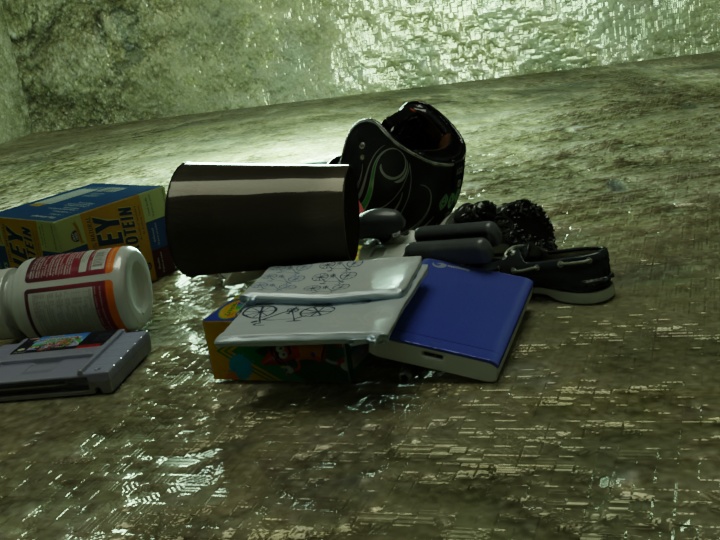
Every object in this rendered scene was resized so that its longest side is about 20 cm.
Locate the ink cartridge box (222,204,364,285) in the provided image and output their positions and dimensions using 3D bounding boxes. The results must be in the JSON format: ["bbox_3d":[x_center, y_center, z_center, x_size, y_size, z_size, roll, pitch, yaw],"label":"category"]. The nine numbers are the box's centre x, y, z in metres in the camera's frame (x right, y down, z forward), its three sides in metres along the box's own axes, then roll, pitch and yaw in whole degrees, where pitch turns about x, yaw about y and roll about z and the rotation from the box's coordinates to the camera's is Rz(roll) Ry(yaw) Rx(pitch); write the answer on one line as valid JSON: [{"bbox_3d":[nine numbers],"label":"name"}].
[{"bbox_3d":[-0.103,-0.051,1.388,0.199,0.068,0.116,-18,-17,-37],"label":"ink cartridge box"}]

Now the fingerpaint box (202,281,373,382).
[{"bbox_3d":[-0.053,0.051,1.114,0.165,0.074,0.200,-1,18,24],"label":"fingerpaint box"}]

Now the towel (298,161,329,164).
[{"bbox_3d":[-0.004,-0.132,1.641,0.198,0.049,0.171,-9,31,-20],"label":"towel"}]

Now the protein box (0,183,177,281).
[{"bbox_3d":[-0.420,-0.042,1.515,0.197,0.137,0.199,6,22,41],"label":"protein box"}]

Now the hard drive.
[{"bbox_3d":[0.101,0.047,1.056,0.130,0.026,0.200,11,26,15],"label":"hard drive"}]

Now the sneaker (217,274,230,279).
[{"bbox_3d":[-0.207,-0.024,1.493,0.113,0.073,0.201,-25,17,17],"label":"sneaker"}]

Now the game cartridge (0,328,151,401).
[{"bbox_3d":[-0.357,0.110,1.164,0.197,0.039,0.130,-6,21,11],"label":"game cartridge"}]

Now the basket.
[{"bbox_3d":[-0.106,-0.063,1.174,0.197,0.138,0.180,-2,5,10],"label":"basket"}]

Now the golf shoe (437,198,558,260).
[{"bbox_3d":[0.169,-0.046,1.274,0.198,0.079,0.094,8,-21,-40],"label":"golf shoe"}]

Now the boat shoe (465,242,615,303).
[{"bbox_3d":[0.205,-0.004,1.177,0.198,0.061,0.075,2,20,34],"label":"boat shoe"}]

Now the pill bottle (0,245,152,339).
[{"bbox_3d":[-0.379,0.033,1.290,0.197,0.111,0.110,-7,16,8],"label":"pill bottle"}]

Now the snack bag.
[{"bbox_3d":[-0.039,0.030,1.017,0.186,0.022,0.200,-3,20,17],"label":"snack bag"}]

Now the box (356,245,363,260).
[{"bbox_3d":[0.000,0.000,1.294,0.198,0.051,0.075,3,19,33],"label":"box"}]

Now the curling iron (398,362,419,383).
[{"bbox_3d":[0.081,0.068,1.066,0.049,0.026,0.200,2,20,25],"label":"curling iron"}]

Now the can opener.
[{"bbox_3d":[0.069,-0.041,1.179,0.198,0.067,0.054,-3,44,42],"label":"can opener"}]

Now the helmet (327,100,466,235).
[{"bbox_3d":[0.050,-0.138,1.479,0.198,0.192,0.201,18,39,-15],"label":"helmet"}]
